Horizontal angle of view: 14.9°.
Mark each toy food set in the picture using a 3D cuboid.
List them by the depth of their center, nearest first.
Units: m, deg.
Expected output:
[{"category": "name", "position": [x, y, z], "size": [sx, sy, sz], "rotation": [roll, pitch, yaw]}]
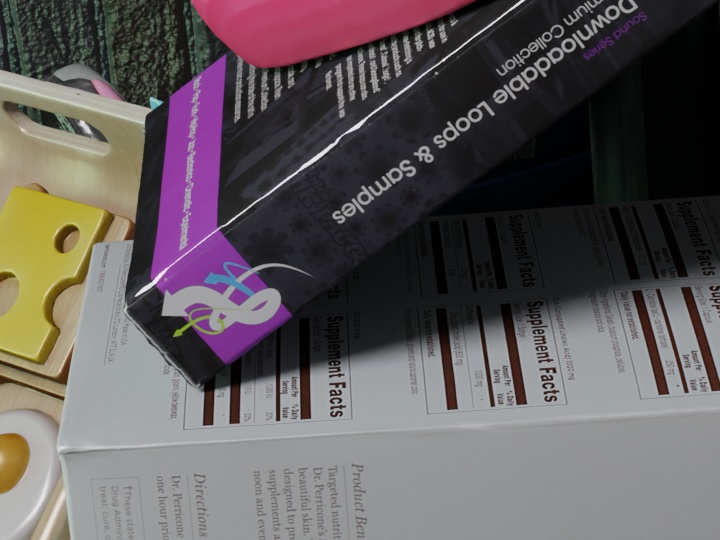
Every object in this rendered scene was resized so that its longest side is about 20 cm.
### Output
[{"category": "toy food set", "position": [-0.138, 0.031, 0.863], "size": [0.060, 0.143, 0.200], "rotation": [37, -107, -49]}]

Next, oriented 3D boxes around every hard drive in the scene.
[{"category": "hard drive", "position": [0.099, -0.072, 0.949], "size": [0.140, 0.033, 0.201], "rotation": [-93, -1, -76]}]

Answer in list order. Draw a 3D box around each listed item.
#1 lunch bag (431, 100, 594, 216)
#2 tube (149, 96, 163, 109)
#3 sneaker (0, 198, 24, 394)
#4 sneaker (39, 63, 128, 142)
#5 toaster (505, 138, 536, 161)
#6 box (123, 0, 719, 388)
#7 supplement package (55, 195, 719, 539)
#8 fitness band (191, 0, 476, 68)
[{"category": "lunch bag", "position": [0.026, -0.014, 1.125], "size": [0.136, 0.200, 0.133], "rotation": [-172, 66, -71]}, {"category": "tube", "position": [0.000, 0.000, 0.990], "size": [0.050, 0.200, 0.078], "rotation": [-30, -48, -39]}, {"category": "sneaker", "position": [-0.046, 0.052, 0.896], "size": [0.078, 0.140, 0.201], "rotation": [45, -144, -68]}, {"category": "sneaker", "position": [-0.115, 0.019, 1.101], "size": [0.079, 0.095, 0.201], "rotation": [-146, 45, -68]}, {"category": "toaster", "position": [0.017, -0.134, 0.927], "size": [0.181, 0.118, 0.201], "rotation": [-116, 21, -89]}, {"category": "box", "position": [0.025, -0.064, 0.736], "size": [0.036, 0.200, 0.143], "rotation": [48, -166, -18]}, {"category": "supplement package", "position": [0.028, 0.096, 0.778], "size": [0.147, 0.199, 0.192], "rotation": [-93, -1, -67]}, {"category": "fitness band", "position": [0.029, -0.117, 0.737], "size": [0.037, 0.144, 0.200], "rotation": [50, 151, -17]}]
